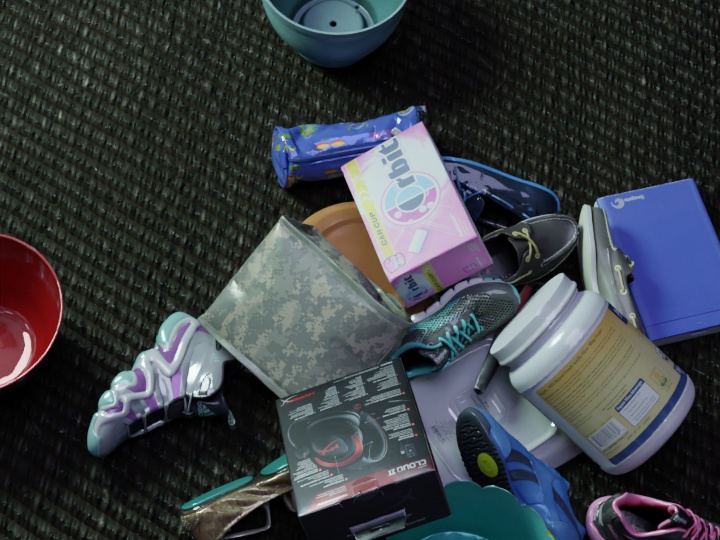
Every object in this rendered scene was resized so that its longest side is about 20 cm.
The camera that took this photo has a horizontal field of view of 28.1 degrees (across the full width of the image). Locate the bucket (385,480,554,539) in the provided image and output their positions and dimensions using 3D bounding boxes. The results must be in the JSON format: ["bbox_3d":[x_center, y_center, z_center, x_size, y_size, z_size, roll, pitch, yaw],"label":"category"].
[{"bbox_3d":[0.110,0.338,1.515,0.206,0.135,0.208,1,63,-2],"label":"bucket"}]

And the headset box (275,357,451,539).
[{"bbox_3d":[0.002,0.200,1.496,0.148,0.075,0.200,-20,37,1],"label":"headset box"}]

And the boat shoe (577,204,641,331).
[{"bbox_3d":[0.300,0.016,1.728,0.060,0.072,0.203,-5,70,-1],"label":"boat shoe"}]

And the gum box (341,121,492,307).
[{"bbox_3d":[0.062,-0.071,1.689,0.113,0.066,0.201,-27,53,7],"label":"gum box"}]

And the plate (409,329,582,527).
[{"bbox_3d":[0.137,0.165,1.665,0.199,0.032,0.200,-29,68,-16],"label":"plate"}]

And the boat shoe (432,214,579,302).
[{"bbox_3d":[0.178,-0.015,1.711,0.200,0.061,0.072,-25,83,-10],"label":"boat shoe"}]

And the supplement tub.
[{"bbox_3d":[0.258,0.114,1.608,0.200,0.144,0.145,43,67,-2],"label":"supplement tub"}]

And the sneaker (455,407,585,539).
[{"bbox_3d":[0.179,0.230,1.597,0.078,0.066,0.201,-33,90,-35],"label":"sneaker"}]

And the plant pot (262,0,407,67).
[{"bbox_3d":[-0.034,-0.348,1.863,0.199,0.134,0.201,1,63,-2],"label":"plant pot"}]

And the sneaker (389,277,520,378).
[{"bbox_3d":[0.095,0.080,1.649,0.199,0.078,0.091,-26,30,9],"label":"sneaker"}]

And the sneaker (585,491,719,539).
[{"bbox_3d":[0.351,0.290,1.575,0.199,0.096,0.079,15,61,1],"label":"sneaker"}]

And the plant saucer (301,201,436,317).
[{"bbox_3d":[0.000,0.000,1.740,0.199,0.038,0.201,1,63,-2],"label":"plant saucer"}]

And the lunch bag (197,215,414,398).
[{"bbox_3d":[-0.052,0.063,1.635,0.200,0.117,0.164,43,99,19],"label":"lunch bag"}]

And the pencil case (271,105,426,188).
[{"bbox_3d":[-0.012,-0.154,1.793,0.199,0.087,0.079,-9,96,-7],"label":"pencil case"}]

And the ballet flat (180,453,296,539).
[{"bbox_3d":[-0.102,0.250,1.601,0.199,0.070,0.066,-25,94,-12],"label":"ballet flat"}]

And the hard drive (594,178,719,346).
[{"bbox_3d":[0.383,-0.012,1.772,0.131,0.025,0.201,-12,64,-9],"label":"hard drive"}]

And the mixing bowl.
[{"bbox_3d":[-0.431,0.069,1.642,0.199,0.109,0.201,1,63,-2],"label":"mixing bowl"}]

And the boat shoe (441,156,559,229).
[{"bbox_3d":[0.146,-0.088,1.767,0.199,0.084,0.069,12,60,5],"label":"boat shoe"}]

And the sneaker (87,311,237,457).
[{"bbox_3d":[-0.206,0.152,1.628,0.139,0.078,0.200,30,66,13],"label":"sneaker"}]

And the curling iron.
[{"bbox_3d":[0.180,0.076,1.684,0.049,0.026,0.200,30,46,13],"label":"curling iron"}]
